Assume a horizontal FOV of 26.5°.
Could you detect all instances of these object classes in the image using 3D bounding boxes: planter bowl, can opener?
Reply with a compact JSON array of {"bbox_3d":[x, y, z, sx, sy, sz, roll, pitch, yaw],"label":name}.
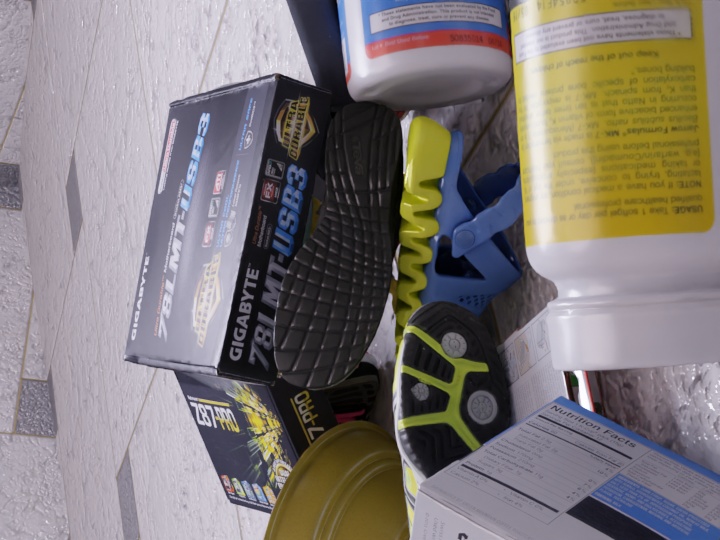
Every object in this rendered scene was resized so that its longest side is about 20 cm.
[{"bbox_3d":[0.017,0.215,1.106,0.083,0.200,0.203,8,103,34],"label":"planter bowl"},{"bbox_3d":[-0.029,-0.136,1.076,0.054,0.066,0.201,-81,-21,-44],"label":"can opener"}]

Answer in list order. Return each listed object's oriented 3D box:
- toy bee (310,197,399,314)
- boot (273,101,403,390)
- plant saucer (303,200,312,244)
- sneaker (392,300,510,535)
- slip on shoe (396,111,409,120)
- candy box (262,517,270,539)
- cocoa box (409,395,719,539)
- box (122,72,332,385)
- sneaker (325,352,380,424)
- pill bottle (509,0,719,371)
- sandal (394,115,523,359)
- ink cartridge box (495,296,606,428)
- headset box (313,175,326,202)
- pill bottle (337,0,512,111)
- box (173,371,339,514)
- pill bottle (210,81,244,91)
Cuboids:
[{"bbox_3d":[-0.001,-0.022,1.156,0.109,0.130,0.201,-52,27,27],"label":"toy bee"},{"bbox_3d":[0.000,0.000,1.018,0.131,0.067,0.202,72,-151,-67],"label":"boot"},{"bbox_3d":[-0.078,-0.027,1.121,0.201,0.038,0.203,-36,47,52],"label":"plant saucer"},{"bbox_3d":[0.050,0.120,0.923,0.076,0.075,0.203,148,119,-68],"label":"sneaker"},{"bbox_3d":[0.003,-0.207,1.145,0.061,0.073,0.203,-20,-73,-63],"label":"slip on shoe"},{"bbox_3d":[-0.033,0.263,1.285,0.199,0.056,0.118,-6,62,64],"label":"candy box"},{"bbox_3d":[0.104,0.193,0.777,0.133,0.131,0.202,25,122,33],"label":"cocoa box"},{"bbox_3d":[-0.099,-0.026,1.069,0.198,0.049,0.203,2,80,62],"label":"box"},{"bbox_3d":[-0.019,0.139,1.289,0.201,0.073,0.088,108,153,-57],"label":"sneaker"},{"bbox_3d":[0.133,-0.055,0.740,0.114,0.113,0.203,171,96,-71],"label":"pill bottle"},{"bbox_3d":[0.065,0.000,0.996,0.080,0.086,0.202,-84,-1,-58],"label":"sandal"},{"bbox_3d":[0.114,0.095,0.923,0.200,0.050,0.110,128,136,-61],"label":"ink cartridge box"},{"bbox_3d":[-0.084,-0.007,1.337,0.078,0.147,0.201,-113,26,-44],"label":"headset box"},{"bbox_3d":[0.036,-0.216,1.007,0.112,0.111,0.203,152,113,-69],"label":"pill bottle"},{"bbox_3d":[-0.080,0.116,1.223,0.199,0.049,0.163,0,112,63],"label":"box"},{"bbox_3d":[-0.113,-0.070,1.470,0.113,0.111,0.201,-112,26,-44],"label":"pill bottle"}]
